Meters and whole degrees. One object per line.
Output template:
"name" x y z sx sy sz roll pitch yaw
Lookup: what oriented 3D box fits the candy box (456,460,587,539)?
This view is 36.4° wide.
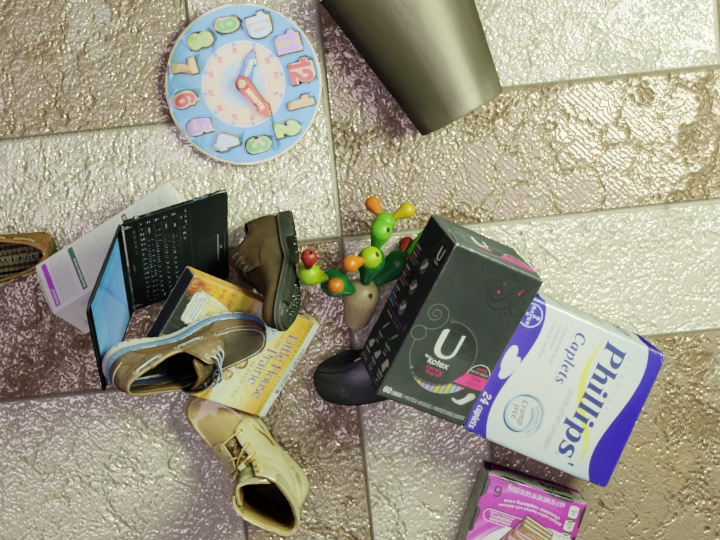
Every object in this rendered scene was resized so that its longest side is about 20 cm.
"candy box" 0.192 0.364 1.406 0.136 0.061 0.201 17 96 -2

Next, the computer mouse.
"computer mouse" 0.033 0.103 1.372 0.199 0.046 0.141 -11 114 1

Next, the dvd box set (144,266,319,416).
"dvd box set" -0.163 0.092 1.340 0.200 0.029 0.147 25 102 -39

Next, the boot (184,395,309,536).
"boot" -0.146 0.236 1.350 0.073 0.155 0.200 -43 94 4

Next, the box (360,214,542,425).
"box" 0.102 0.058 1.281 0.122 0.106 0.201 21 105 -20

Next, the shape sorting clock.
"shape sorting clock" -0.146 -0.232 1.364 0.199 0.039 0.201 0 95 1

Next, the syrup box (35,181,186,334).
"syrup box" -0.291 -0.014 1.353 0.199 0.079 0.082 -31 61 4

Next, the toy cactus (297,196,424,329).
"toy cactus" 0.000 0.000 1.347 0.102 0.200 0.166 40 137 29

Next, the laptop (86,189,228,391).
"laptop" -0.230 0.023 1.276 0.199 0.178 0.104 -19 59 -19

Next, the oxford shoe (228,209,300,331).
"oxford shoe" -0.115 0.006 1.318 0.084 0.200 0.073 -7 126 -1

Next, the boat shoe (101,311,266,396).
"boat shoe" -0.191 0.107 1.261 0.199 0.072 0.073 -17 125 -25

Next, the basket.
"basket" 0.078 -0.277 1.314 0.180 0.136 0.201 -29 98 7

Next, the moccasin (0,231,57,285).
"moccasin" -0.483 -0.005 1.370 0.200 0.078 0.074 -4 96 1

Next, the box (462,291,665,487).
"box" 0.242 0.137 1.355 0.199 0.105 0.185 22 96 -7
